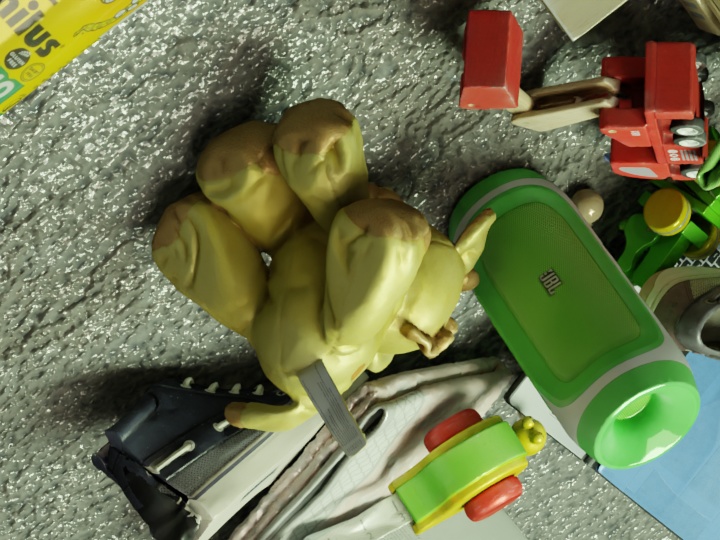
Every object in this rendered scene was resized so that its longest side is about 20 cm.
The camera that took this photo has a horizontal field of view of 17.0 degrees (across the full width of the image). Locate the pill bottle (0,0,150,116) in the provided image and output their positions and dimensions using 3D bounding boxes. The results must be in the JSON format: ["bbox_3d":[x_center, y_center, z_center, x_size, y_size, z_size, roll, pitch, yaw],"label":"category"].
[{"bbox_3d":[-0.149,-0.166,1.173,0.200,0.113,0.113,-36,141,5],"label":"pill bottle"}]

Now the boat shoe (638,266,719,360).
[{"bbox_3d":[0.270,0.028,1.583,0.199,0.065,0.072,-4,114,-35],"label":"boat shoe"}]

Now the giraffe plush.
[{"bbox_3d":[0.000,0.000,1.426,0.172,0.201,0.162,-19,178,34],"label":"giraffe plush"}]

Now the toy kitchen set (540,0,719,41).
[{"bbox_3d":[0.155,-0.206,1.368,0.163,0.180,0.200,-37,101,2],"label":"toy kitchen set"}]

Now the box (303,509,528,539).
[{"bbox_3d":[0.019,0.232,1.653,0.200,0.098,0.124,-15,149,-53],"label":"box"}]

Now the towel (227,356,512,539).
[{"bbox_3d":[-0.001,0.141,1.611,0.200,0.032,0.191,-49,161,22],"label":"towel"}]

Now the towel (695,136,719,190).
[{"bbox_3d":[0.290,-0.136,1.485,0.200,0.031,0.149,-37,159,-44],"label":"towel"}]

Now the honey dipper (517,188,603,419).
[{"bbox_3d":[0.137,0.026,1.629,0.038,0.038,0.200,-14,136,-22],"label":"honey dipper"}]

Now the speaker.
[{"bbox_3d":[0.129,0.027,1.491,0.088,0.200,0.089,-18,139,-17],"label":"speaker"}]

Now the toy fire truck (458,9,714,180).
[{"bbox_3d":[0.139,-0.102,1.457,0.140,0.049,0.200,1,166,12],"label":"toy fire truck"}]

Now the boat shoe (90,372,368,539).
[{"bbox_3d":[-0.082,0.092,1.527,0.200,0.093,0.075,-38,168,-46],"label":"boat shoe"}]

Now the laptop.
[{"bbox_3d":[0.232,0.075,1.644,0.187,0.116,0.200,-52,143,0],"label":"laptop"}]

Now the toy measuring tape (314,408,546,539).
[{"bbox_3d":[0.043,0.141,1.552,0.200,0.074,0.074,-26,142,-26],"label":"toy measuring tape"}]

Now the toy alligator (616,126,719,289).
[{"bbox_3d":[0.197,-0.031,1.573,0.200,0.054,0.059,-48,143,6],"label":"toy alligator"}]
